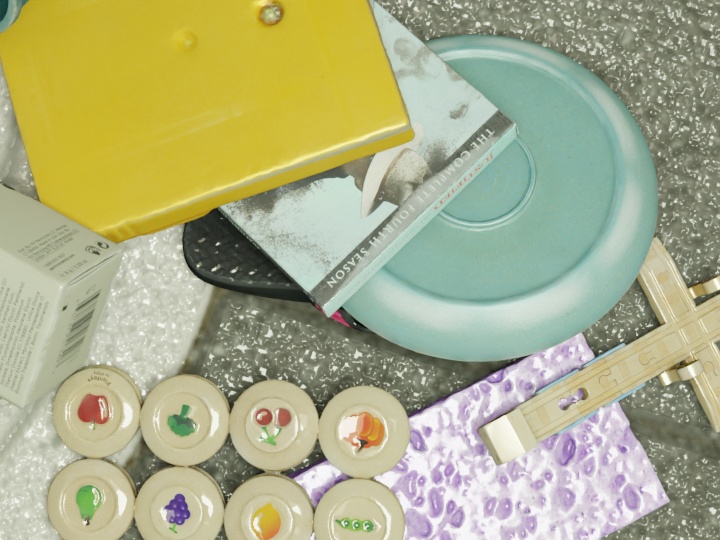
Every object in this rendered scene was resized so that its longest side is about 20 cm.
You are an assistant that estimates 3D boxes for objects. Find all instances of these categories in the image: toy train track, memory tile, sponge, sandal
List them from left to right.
[{"bbox_3d":[-0.074,0.133,0.985,0.200,0.017,0.153,4,87,7],"label":"memory tile"},{"bbox_3d":[0.000,0.000,1.014,0.200,0.045,0.075,13,68,8],"label":"sandal"},{"bbox_3d":[0.059,0.126,1.017,0.200,0.030,0.112,-27,90,-8],"label":"sponge"},{"bbox_3d":[0.155,0.051,1.007,0.200,0.033,0.115,-27,89,-22],"label":"toy train track"}]

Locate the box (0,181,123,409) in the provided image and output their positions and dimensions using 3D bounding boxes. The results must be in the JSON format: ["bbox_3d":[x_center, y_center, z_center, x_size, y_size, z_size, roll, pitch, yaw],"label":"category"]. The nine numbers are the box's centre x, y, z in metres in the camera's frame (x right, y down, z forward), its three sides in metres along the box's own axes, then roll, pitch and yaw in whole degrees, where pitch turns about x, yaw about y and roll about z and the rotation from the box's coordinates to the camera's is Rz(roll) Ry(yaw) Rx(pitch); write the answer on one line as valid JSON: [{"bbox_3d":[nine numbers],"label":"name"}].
[{"bbox_3d":[-0.229,-0.016,0.934,0.200,0.068,0.082,29,116,10],"label":"box"}]

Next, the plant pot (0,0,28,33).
[{"bbox_3d":[-0.190,-0.258,0.938,0.200,0.200,0.188,43,68,-3],"label":"plant pot"}]

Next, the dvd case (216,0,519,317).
[{"bbox_3d":[-0.035,-0.091,0.987,0.146,0.022,0.200,-43,71,-7],"label":"dvd case"}]

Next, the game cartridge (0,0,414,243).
[{"bbox_3d":[-0.091,-0.117,0.976,0.200,0.032,0.176,-19,72,4],"label":"game cartridge"}]

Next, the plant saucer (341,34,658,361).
[{"bbox_3d":[0.063,-0.048,0.992,0.200,0.027,0.200,-1,66,3],"label":"plant saucer"}]
